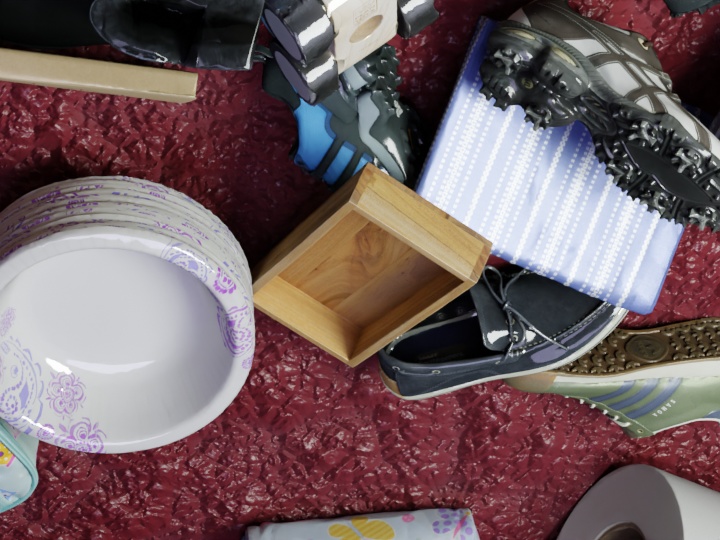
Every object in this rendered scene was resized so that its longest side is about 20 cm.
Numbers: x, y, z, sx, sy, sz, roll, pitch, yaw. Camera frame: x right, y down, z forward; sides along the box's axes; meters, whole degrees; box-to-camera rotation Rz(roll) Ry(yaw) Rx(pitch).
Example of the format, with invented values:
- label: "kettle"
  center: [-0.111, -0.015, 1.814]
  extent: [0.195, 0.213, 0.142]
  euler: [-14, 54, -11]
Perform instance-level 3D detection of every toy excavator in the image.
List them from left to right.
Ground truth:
- label: "toy excavator"
  center: [-0.052, -0.223, 1.097]
  extent: [0.100, 0.200, 0.195]
  euler: [-36, 166, -9]

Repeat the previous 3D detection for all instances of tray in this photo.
- label: "tray"
  center: [0.000, 0.000, 1.257]
  extent: [0.098, 0.037, 0.200]
  euler: [32, 151, -11]

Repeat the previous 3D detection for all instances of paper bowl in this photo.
- label: "paper bowl"
  center: [-0.172, 0.021, 1.286]
  extent: [0.199, 0.105, 0.202]
  euler: [-2, 130, -2]

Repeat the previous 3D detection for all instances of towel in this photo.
- label: "towel"
  center: [0.138, -0.068, 1.248]
  extent: [0.199, 0.024, 0.146]
  euler: [22, 91, -20]

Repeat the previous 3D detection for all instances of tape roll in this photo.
- label: "tape roll"
  center: [0.248, 0.269, 1.469]
  extent: [0.138, 0.204, 0.203]
  euler: [21, 125, -21]

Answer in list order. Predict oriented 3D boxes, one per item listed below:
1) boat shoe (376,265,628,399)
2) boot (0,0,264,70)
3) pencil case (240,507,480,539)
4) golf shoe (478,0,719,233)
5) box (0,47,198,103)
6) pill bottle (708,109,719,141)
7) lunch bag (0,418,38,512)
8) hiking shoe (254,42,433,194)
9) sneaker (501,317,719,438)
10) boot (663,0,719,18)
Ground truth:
- label: "boat shoe"
  center: [0.101, 0.037, 1.336]
  extent: [0.198, 0.075, 0.062]
  euler: [-19, 149, 11]
- label: "boot"
  center: [-0.144, -0.149, 1.081]
  extent: [0.163, 0.200, 0.066]
  euler: [-6, 107, -7]
- label: "pencil case"
  center: [0.002, 0.242, 1.501]
  extent: [0.198, 0.083, 0.091]
  euler: [-6, 129, 0]
- label: "golf shoe"
  center: [0.175, -0.107, 1.177]
  extent: [0.199, 0.095, 0.078]
  euler: [37, 145, 3]
- label: "box"
  center: [-0.203, -0.124, 1.136]
  extent: [0.198, 0.163, 0.021]
  euler: [7, 95, -10]
- label: "pill bottle"
  center: [0.304, -0.115, 1.195]
  extent: [0.116, 0.117, 0.201]
  euler: [20, 113, -21]
- label: "lunch bag"
  center: [-0.334, 0.109, 1.363]
  extent: [0.159, 0.077, 0.201]
  euler: [-23, 128, 14]
- label: "hiking shoe"
  center: [-0.001, -0.079, 1.250]
  extent: [0.086, 0.075, 0.201]
  euler: [-7, 126, 20]
- label: "sneaker"
  center: [0.197, 0.090, 1.399]
  extent: [0.198, 0.067, 0.090]
  euler: [-3, 125, -7]
- label: "boot"
  center: [0.157, -0.208, 1.150]
  extent: [0.162, 0.074, 0.198]
  euler: [29, 124, -33]
